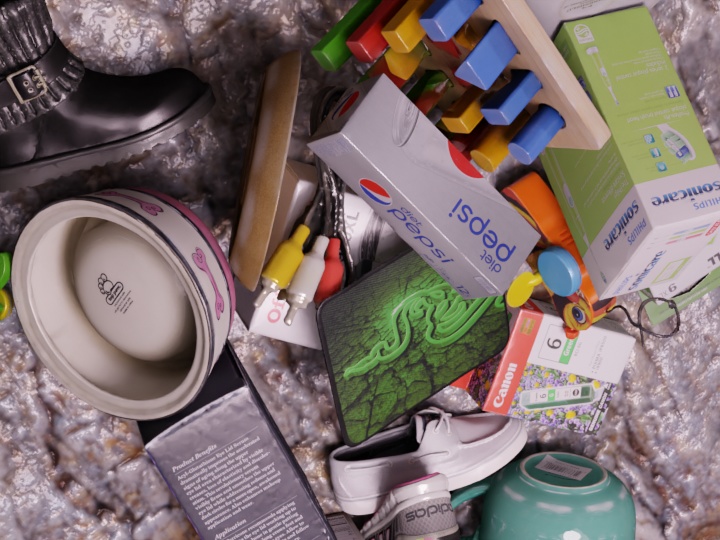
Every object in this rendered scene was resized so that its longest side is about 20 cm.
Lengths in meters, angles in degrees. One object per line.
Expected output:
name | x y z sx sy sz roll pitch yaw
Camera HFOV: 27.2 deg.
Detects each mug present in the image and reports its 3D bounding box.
mug | 0.178 0.248 1.451 0.182 0.152 0.116 -1 107 -17

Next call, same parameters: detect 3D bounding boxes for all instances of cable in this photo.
cable | -0.023 -0.048 1.240 0.096 0.050 0.203 21 88 -33

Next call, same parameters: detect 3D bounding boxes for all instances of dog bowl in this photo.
dog bowl | -0.191 0.020 1.244 0.198 0.074 0.203 13 120 23

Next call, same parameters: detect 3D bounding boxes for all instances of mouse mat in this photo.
mouse mat | 0.051 0.049 1.300 0.199 0.007 0.163 -32 129 -26

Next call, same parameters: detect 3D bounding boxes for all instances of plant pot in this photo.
plant pot | -0.082 -0.084 1.223 0.027 0.200 0.203 10 107 -8

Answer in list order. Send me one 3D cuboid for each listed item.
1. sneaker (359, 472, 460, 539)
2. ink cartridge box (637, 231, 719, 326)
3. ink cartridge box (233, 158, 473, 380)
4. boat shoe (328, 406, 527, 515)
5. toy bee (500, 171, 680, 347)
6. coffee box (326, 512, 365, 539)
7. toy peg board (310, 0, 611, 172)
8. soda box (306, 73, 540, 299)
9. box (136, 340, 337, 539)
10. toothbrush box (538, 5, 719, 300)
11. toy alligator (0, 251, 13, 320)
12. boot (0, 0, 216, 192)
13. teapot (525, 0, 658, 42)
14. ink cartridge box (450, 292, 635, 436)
sneaker | 0.049 0.268 1.410 0.073 0.088 0.201 -7 151 -17
ink cartridge box | 0.300 -0.038 1.433 0.103 0.059 0.201 -31 116 -4
ink cartridge box | 0.000 0.000 1.338 0.198 0.084 0.146 15 103 -21
boat shoe | 0.063 0.169 1.437 0.197 0.072 0.069 -16 117 0
toy bee | 0.192 0.013 1.374 0.129 0.202 0.109 -10 148 -18
coffee box | -0.015 0.328 1.392 0.079 0.200 0.115 -9 112 -17
toy peg board | 0.070 -0.155 1.229 0.098 0.198 0.200 -48 117 -16
soda box | 0.054 -0.067 1.228 0.200 0.063 0.069 44 68 -18
box | -0.116 0.172 1.333 0.103 0.148 0.202 -30 115 -4
toothbrush box | 0.225 -0.100 1.283 0.085 0.146 0.202 -13 68 -16
toy alligator | -0.349 0.068 1.275 0.054 0.059 0.202 27 105 19
boot | -0.233 -0.166 1.206 0.208 0.079 0.160 -20 114 -9
teapot | 0.164 -0.286 1.254 0.198 0.148 0.197 -1 153 -42
ink cartridge box | 0.157 0.085 1.439 0.198 0.050 0.110 14 105 -22
